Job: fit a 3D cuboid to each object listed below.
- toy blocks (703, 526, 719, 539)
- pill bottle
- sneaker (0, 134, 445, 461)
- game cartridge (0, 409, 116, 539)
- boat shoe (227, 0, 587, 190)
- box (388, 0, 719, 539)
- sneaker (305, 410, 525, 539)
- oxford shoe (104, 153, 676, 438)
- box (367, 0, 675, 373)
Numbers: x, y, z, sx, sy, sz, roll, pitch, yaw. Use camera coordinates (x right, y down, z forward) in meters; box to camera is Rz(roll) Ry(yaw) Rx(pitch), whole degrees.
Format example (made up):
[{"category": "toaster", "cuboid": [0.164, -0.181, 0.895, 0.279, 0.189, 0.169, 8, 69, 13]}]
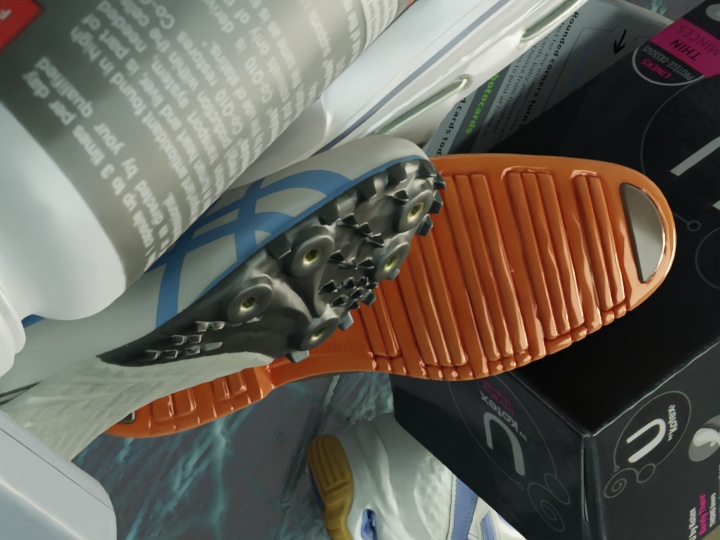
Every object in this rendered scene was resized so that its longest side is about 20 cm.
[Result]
[{"category": "toy blocks", "cuboid": [0.140, 0.114, 1.191, 0.137, 0.100, 0.200, -61, 168, -66]}, {"category": "pill bottle", "cuboid": [-0.079, -0.060, 0.743, 0.200, 0.114, 0.114, -46, 146, -17]}, {"category": "sneaker", "cuboid": [-0.070, 0.009, 0.799, 0.200, 0.073, 0.072, -29, 155, 6]}, {"category": "game cartridge", "cuboid": [-0.173, 0.080, 0.719, 0.200, 0.041, 0.133, -20, 147, 14]}, {"category": "boat shoe", "cuboid": [0.004, -0.062, 0.853, 0.200, 0.074, 0.067, -34, 134, -2]}, {"category": "box", "cuboid": [0.117, 0.000, 0.954, 0.200, 0.122, 0.106, -36, 143, -20]}, {"category": "sneaker", "cuboid": [0.053, 0.112, 1.077, 0.088, 0.075, 0.200, -25, 148, 7]}, {"category": "oxford shoe", "cuboid": [0.000, 0.000, 0.870, 0.073, 0.200, 0.071, -95, 174, -81]}, {"category": "box", "cuboid": [0.042, -0.035, 0.992, 0.200, 0.041, 0.156, 9, 110, -54]}]
